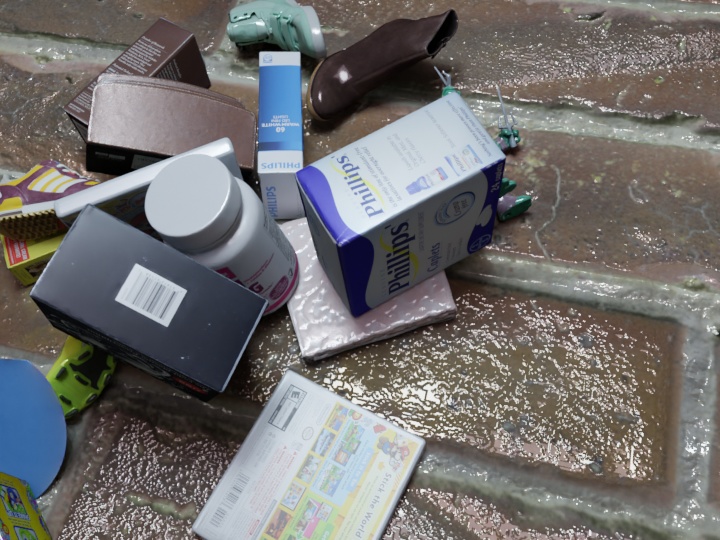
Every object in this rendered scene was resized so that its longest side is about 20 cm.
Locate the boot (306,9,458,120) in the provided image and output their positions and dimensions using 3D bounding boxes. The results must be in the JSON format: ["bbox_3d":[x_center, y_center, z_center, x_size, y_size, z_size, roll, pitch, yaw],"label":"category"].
[{"bbox_3d":[0.027,-0.287,0.978,0.165,0.073,0.201,1,45,48],"label":"boot"}]

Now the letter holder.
[{"bbox_3d":[-0.238,-0.194,0.910,0.197,0.100,0.144,7,76,-20],"label":"letter holder"}]

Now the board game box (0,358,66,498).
[{"bbox_3d":[-0.419,0.167,0.791,0.197,0.039,0.160,3,100,-2],"label":"board game box"}]

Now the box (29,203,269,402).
[{"bbox_3d":[-0.217,0.046,0.749,0.198,0.182,0.105,29,71,-8],"label":"box"}]

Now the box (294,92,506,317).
[{"bbox_3d":[0.046,-0.066,0.793,0.198,0.184,0.106,-28,64,-9],"label":"box"}]

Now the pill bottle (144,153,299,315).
[{"bbox_3d":[-0.149,-0.034,0.792,0.112,0.200,0.115,-6,64,13],"label":"pill bottle"}]

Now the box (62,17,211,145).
[{"bbox_3d":[-0.309,-0.248,1.007,0.075,0.101,0.200,31,67,20],"label":"box"}]

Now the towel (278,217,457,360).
[{"bbox_3d":[0.000,0.000,0.884,0.197,0.032,0.193,-16,62,-4],"label":"towel"}]

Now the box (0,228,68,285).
[{"bbox_3d":[-0.360,-0.057,0.933,0.198,0.050,0.076,-22,62,-7],"label":"box"}]

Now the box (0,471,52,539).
[{"bbox_3d":[-0.395,0.328,0.674,0.199,0.122,0.193,-32,69,-13],"label":"box"}]

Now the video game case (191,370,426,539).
[{"bbox_3d":[-0.052,0.231,0.765,0.180,0.023,0.201,24,65,17],"label":"video game case"}]

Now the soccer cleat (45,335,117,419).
[{"bbox_3d":[-0.323,0.085,0.856,0.083,0.065,0.202,4,63,51],"label":"soccer cleat"}]

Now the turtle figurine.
[{"bbox_3d":[0.148,-0.165,0.930,0.148,0.101,0.202,5,53,-41],"label":"turtle figurine"}]

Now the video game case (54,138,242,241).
[{"bbox_3d":[-0.234,-0.074,0.850,0.198,0.182,0.023,-22,75,-8],"label":"video game case"}]

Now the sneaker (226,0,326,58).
[{"bbox_3d":[-0.128,-0.343,1.044,0.117,0.074,0.201,-24,40,-13],"label":"sneaker"}]

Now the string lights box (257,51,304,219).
[{"bbox_3d":[-0.105,-0.180,0.950,0.058,0.103,0.202,-2,61,-4],"label":"string lights box"}]

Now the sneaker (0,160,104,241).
[{"bbox_3d":[-0.358,-0.100,0.886,0.197,0.075,0.091,-8,66,-1],"label":"sneaker"}]
